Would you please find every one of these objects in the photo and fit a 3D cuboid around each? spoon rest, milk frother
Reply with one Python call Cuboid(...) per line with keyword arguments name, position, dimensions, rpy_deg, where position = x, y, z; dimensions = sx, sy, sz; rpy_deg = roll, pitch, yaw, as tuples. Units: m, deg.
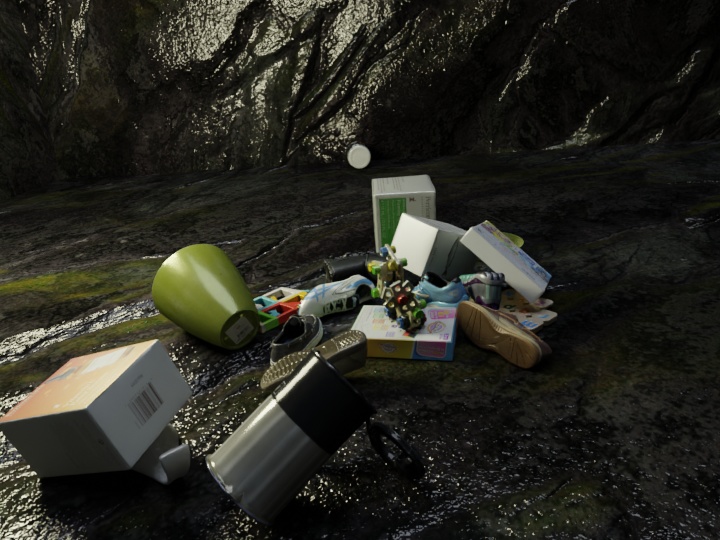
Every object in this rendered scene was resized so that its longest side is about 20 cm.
Cuboid(name="spoon rest", position=(-0.298, 0.261, 0.815), dimensions=(0.099, 0.061, 0.200), rpy_deg=(-19, 11, -36))
Cuboid(name="milk frother", position=(-0.048, 0.239, 0.712), dimensions=(0.188, 0.181, 0.200), rpy_deg=(-45, 65, -9))

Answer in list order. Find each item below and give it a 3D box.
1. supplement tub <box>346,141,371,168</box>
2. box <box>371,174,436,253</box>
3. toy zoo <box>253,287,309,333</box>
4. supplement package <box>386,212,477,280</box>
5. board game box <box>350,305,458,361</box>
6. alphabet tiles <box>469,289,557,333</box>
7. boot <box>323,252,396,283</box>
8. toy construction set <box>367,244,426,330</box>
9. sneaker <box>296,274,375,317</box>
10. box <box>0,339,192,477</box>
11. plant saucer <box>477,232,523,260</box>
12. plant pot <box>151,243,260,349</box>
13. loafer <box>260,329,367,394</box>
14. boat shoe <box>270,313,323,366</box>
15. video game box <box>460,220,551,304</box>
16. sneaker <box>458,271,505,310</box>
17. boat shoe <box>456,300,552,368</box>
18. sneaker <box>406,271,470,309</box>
Cuboid(name="supplement tub", position=(-0.013, -0.609, 2.965), dimensions=(0.122, 0.123, 0.200), rpy_deg=(-6, 21, -4))
Cuboid(name="box", position=(0.123, -0.149, 1.597), dimensions=(0.171, 0.200, 0.200), rpy_deg=(-4, 22, 1))
Cuboid(name="toy zoo", position=(-0.190, 0.082, 1.299), dimensions=(0.131, 0.021, 0.200), rpy_deg=(14, 28, 40))
Cuboid(name="supplement package", position=(0.179, -0.051, 1.331), dimensions=(0.200, 0.117, 0.117), rpy_deg=(5, 19, -47))
Cuboid(name="board game box", position=(0.087, 0.119, 1.112), dimensions=(0.199, 0.040, 0.153), rpy_deg=(1, 21, 14))
Cuboid(name="alphabet tiles", position=(0.304, 0.086, 1.193), dimensions=(0.195, 0.015, 0.200), rpy_deg=(-20, 26, -36))
Cuboid(name="boot", position=(0.000, -0.001, 1.408), dimensions=(0.162, 0.074, 0.198), rpy_deg=(-8, 14, -13))
Cuboid(name="toy construction set", position=(0.073, 0.038, 1.085), dimensions=(0.092, 0.131, 0.200), rpy_deg=(-7, 21, -5))
Cuboid(name="sneaker", position=(-0.050, 0.064, 1.254), dimensions=(0.200, 0.072, 0.072), rpy_deg=(-22, 34, -32))
Cuboid(name="box", position=(-0.376, 0.197, 0.808), dimensions=(0.200, 0.107, 0.152), rpy_deg=(-14, 23, 26))
Cuboid(name="plant saucer", position=(0.349, -0.066, 1.567), dimensions=(0.199, 0.031, 0.200), rpy_deg=(-4, 21, 2))
Cuboid(name="plant pot", position=(-0.298, 0.071, 1.168), dimensions=(0.187, 0.188, 0.200), rpy_deg=(-21, 41, -37))
Cuboid(name="loafer", position=(-0.074, 0.172, 0.975), dimensions=(0.200, 0.068, 0.076), rpy_deg=(-23, 20, -2))
Cuboid(name="boat shoe", position=(-0.127, 0.123, 1.111), dimensions=(0.070, 0.066, 0.200), rpy_deg=(3, 22, 18))
Cuboid(name="video game box", position=(0.324, -0.025, 1.242), dimensions=(0.200, 0.047, 0.182), rpy_deg=(44, 25, 11))
Cuboid(name="sneaker", position=(0.249, 0.052, 1.193), dimensions=(0.074, 0.088, 0.200), rpy_deg=(3, -4, 0))
Cuboid(name="boat shoe", position=(0.266, 0.113, 1.054), dimensions=(0.072, 0.072, 0.200), rpy_deg=(-8, 25, -36))
Cuboid(name="sneaker", position=(0.146, 0.041, 1.225), dimensions=(0.200, 0.090, 0.078), rpy_deg=(0, 19, 39))
